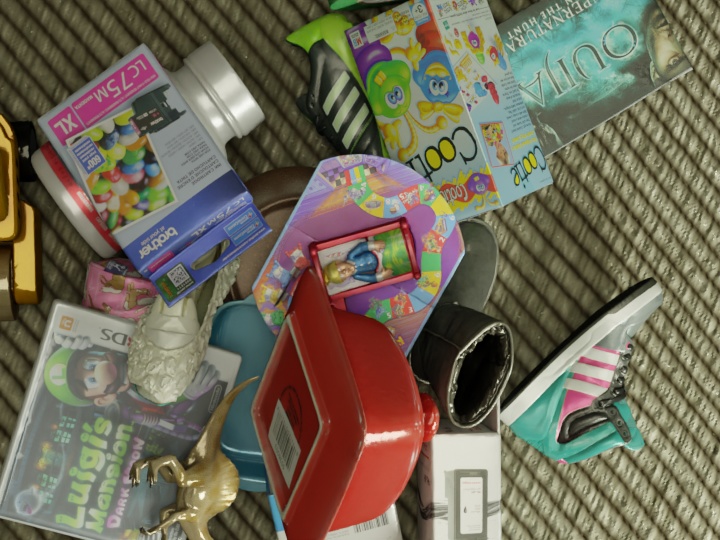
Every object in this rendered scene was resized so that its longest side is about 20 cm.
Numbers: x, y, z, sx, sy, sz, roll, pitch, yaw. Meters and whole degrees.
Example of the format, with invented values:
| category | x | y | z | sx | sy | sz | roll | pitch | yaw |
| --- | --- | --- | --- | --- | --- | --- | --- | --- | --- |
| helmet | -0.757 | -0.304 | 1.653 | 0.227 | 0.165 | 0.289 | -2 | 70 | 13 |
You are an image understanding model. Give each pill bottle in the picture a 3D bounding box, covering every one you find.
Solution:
| category | x | y | z | sx | sy | sz | roll | pitch | yaw |
| --- | --- | --- | --- | --- | --- | --- | --- | --- | --- |
| pill bottle | -0.192 | -0.117 | 1.488 | 0.199 | 0.120 | 0.120 | -38 | 94 | -2 |

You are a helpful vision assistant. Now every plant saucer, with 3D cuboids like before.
| category | x | y | z | sx | sy | sz | roll | pitch | yaw |
| --- | --- | --- | --- | --- | --- | --- | --- | --- | --- |
| plant saucer | -0.059 | 0.001 | 1.545 | 0.197 | 0.037 | 0.204 | 0 | 91 | -4 |

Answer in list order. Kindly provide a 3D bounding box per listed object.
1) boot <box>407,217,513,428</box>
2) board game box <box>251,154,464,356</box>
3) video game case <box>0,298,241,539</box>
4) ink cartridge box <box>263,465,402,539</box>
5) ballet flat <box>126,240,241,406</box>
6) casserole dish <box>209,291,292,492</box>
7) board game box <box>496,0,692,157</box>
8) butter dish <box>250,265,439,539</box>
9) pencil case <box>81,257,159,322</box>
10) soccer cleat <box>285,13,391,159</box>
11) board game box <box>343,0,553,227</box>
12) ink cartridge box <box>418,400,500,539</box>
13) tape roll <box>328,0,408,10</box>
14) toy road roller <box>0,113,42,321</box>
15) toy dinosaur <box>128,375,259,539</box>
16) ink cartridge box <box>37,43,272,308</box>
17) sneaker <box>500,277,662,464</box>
| category | x | y | z | sx | sy | sz | roll | pitch | yaw |
| --- | --- | --- | --- | --- | --- | --- | --- | --- | --- |
| boot | 0.098 | 0.042 | 1.474 | 0.072 | 0.200 | 0.184 | 14 | 91 | -4 |
| board game box | 0.000 | 0.000 | 1.450 | 0.157 | 0.039 | 0.202 | 29 | 99 | -6 |
| video game case | -0.220 | 0.147 | 1.461 | 0.180 | 0.023 | 0.203 | 17 | 92 | -16 |
| ink cartridge box | -0.015 | 0.273 | 1.525 | 0.114 | 0.068 | 0.203 | -13 | 110 | -3 |
| ballet flat | -0.160 | 0.027 | 1.439 | 0.071 | 0.201 | 0.072 | 9 | 135 | 9 |
| casserole dish | -0.091 | 0.110 | 1.522 | 0.119 | 0.039 | 0.203 | 7 | 109 | 0 |
| board game box | 0.205 | -0.202 | 1.561 | 0.199 | 0.028 | 0.136 | -31 | 93 | -3 |
| butter dish | 0.000 | 0.130 | 1.411 | 0.146 | 0.201 | 0.201 | 2 | 133 | -25 |
| pencil case | -0.229 | 0.090 | 1.510 | 0.082 | 0.086 | 0.203 | 9 | 94 | -11 |
| soccer cleat | -0.013 | -0.143 | 1.535 | 0.080 | 0.067 | 0.203 | -17 | 90 | 11 |
| board game box | 0.082 | -0.151 | 1.497 | 0.102 | 0.104 | 0.202 | -18 | 93 | 37 |
| ink cartridge box | 0.091 | 0.205 | 1.513 | 0.067 | 0.116 | 0.203 | 0 | 91 | -5 |
| tape roll | 0.063 | -0.283 | 1.462 | 0.198 | 0.200 | 0.049 | -14 | 93 | -4 |
| toy road roller | -0.360 | -0.052 | 1.465 | 0.121 | 0.146 | 0.203 | -2 | 92 | -4 |
| toy dinosaur | -0.152 | 0.184 | 1.455 | 0.100 | 0.058 | 0.203 | 2 | 104 | -31 |
| ink cartridge box | -0.179 | -0.083 | 1.402 | 0.119 | 0.042 | 0.201 | -35 | 81 | -2 |
| sneaker | 0.240 | 0.112 | 1.543 | 0.200 | 0.084 | 0.121 | -43 | 89 | 6 |
